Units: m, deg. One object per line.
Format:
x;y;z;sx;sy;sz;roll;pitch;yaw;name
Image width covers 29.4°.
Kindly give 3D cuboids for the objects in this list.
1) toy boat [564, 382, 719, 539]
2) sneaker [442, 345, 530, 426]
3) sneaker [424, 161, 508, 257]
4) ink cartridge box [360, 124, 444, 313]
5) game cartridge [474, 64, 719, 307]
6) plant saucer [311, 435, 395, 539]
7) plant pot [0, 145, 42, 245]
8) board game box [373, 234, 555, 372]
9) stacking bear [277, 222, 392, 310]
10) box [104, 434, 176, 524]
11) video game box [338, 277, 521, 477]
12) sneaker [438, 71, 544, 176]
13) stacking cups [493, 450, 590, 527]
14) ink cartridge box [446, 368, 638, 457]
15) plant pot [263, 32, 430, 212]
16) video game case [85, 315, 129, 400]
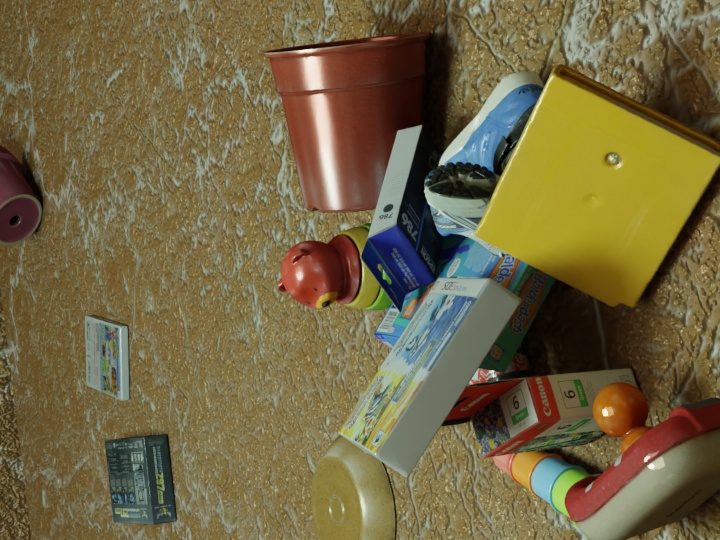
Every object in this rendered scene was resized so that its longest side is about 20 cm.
0.260;0.164;1.268;0.131;0.130;0.200;62;142;25;toy boat
0.120;0.111;1.574;0.201;0.067;0.108;-33;62;54;sneaker
0.165;-0.055;1.414;0.199;0.077;0.085;13;136;16;sneaker
0.058;-0.060;1.539;0.039;0.100;0.200;-9;46;30;ink cartridge box
0.224;-0.074;1.306;0.176;0.032;0.200;28;128;5;game cartridge
-0.019;0.322;1.863;0.200;0.035;0.201;9;101;59;plant saucer
-0.801;-0.154;3.016;0.179;0.200;0.201;36;125;34;plant pot
0.118;0.028;1.501;0.200;0.045;0.152;6;60;58;board game box
0.000;0.000;1.631;0.121;0.199;0.114;-52;50;49;stacking bear
-0.405;0.383;2.513;0.200;0.051;0.158;-16;79;58;box
0.064;0.098;1.353;0.200;0.047;0.182;-56;8;-7;video game box
0.151;-0.107;1.483;0.200;0.077;0.111;-55;38;38;sneaker
0.208;0.229;1.445;0.200;0.060;0.061;21;111;59;stacking cups
0.169;0.144;1.358;0.109;0.199;0.051;-44;55;53;ink cartridge box
-0.005;-0.177;1.651;0.201;0.200;0.196;13;113;59;plant pot
-0.496;0.169;2.678;0.200;0.018;0.144;8;100;59;video game case
